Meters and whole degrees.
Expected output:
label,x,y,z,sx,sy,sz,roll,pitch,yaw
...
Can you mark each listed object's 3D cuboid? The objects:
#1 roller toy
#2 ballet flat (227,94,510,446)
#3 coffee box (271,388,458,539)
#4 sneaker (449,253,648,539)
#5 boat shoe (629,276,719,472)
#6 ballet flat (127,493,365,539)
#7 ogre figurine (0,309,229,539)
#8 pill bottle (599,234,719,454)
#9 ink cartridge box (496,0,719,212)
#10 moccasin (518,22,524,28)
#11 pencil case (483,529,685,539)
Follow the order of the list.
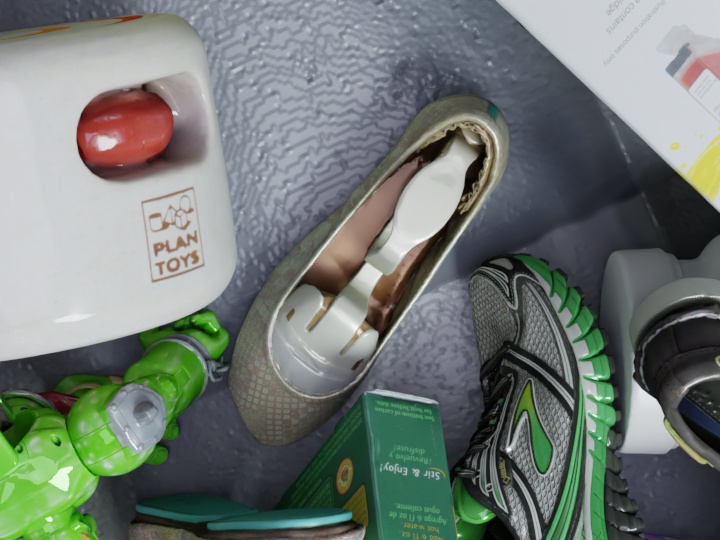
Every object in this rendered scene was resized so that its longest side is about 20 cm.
label,x,y,z,sx,sy,sz,roll,pitch,yaw
roller toy,-0.148,-0.032,0.858,0.181,0.200,0.141,-10,100,-7
ballet flat,0.000,0.000,0.932,0.067,0.062,0.201,33,96,-6
coffee box,0.005,0.170,0.877,0.044,0.201,0.123,11,139,-23
sneaker,0.075,0.082,0.902,0.085,0.078,0.201,-3,61,-11
boat shoe,0.197,0.078,0.840,0.200,0.061,0.072,30,121,-22
ballet flat,-0.049,0.138,0.888,0.068,0.200,0.068,-4,88,-24
ogre figurine,-0.154,0.089,0.910,0.198,0.120,0.099,-11,99,0
pill bottle,0.217,0.037,0.920,0.198,0.116,0.117,-1,98,-2
ink cartridge box,0.164,-0.080,0.805,0.200,0.145,0.083,45,110,5
moccasin,0.096,-0.212,0.898,0.077,0.074,0.203,-9,100,-1
pencil case,0.104,0.165,0.953,0.198,0.084,0.086,12,136,-2
